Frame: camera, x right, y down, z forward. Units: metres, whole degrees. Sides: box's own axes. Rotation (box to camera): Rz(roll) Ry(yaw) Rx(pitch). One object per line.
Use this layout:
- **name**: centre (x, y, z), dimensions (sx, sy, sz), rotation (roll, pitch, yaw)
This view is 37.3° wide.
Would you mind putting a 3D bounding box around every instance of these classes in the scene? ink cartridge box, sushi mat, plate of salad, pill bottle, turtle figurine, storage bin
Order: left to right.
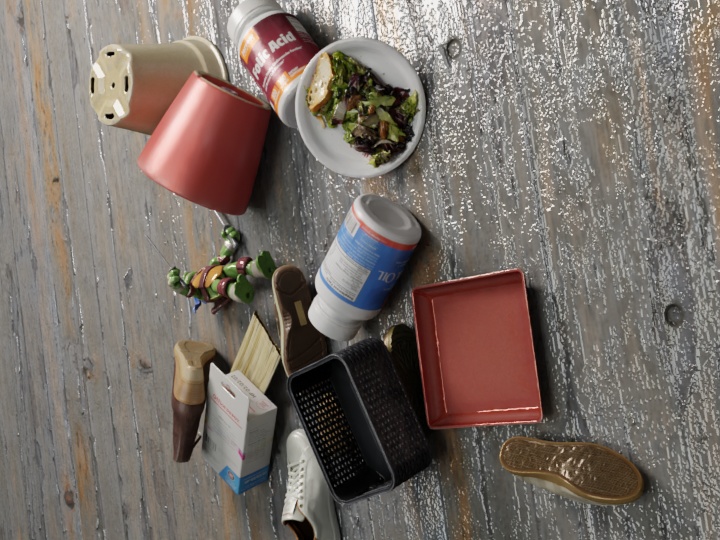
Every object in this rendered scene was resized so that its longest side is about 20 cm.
- **turtle figurine**: centre (-0.249, -0.018, 1.779), dimensions (0.191, 0.143, 0.205), rotation (5, 99, 39)
- **ink cartridge box**: centre (-0.200, 0.251, 1.763), dimensions (0.115, 0.067, 0.203), rotation (37, 130, 35)
- **sushi mat**: centre (-0.181, 0.167, 1.777), dimensions (0.096, 0.012, 0.202), rotation (54, 138, 27)
- **pill bottle**: centre (-0.121, -0.329, 1.662), dimensions (0.115, 0.113, 0.201), rotation (-53, 59, 31)
- **plate of salad**: centre (-0.003, -0.234, 1.548), dimensions (0.196, 0.048, 0.204), rotation (3, 103, 12)
- **storage bin**: centre (-0.002, 0.213, 1.512), dimensions (0.134, 0.093, 0.203), rotation (-28, 84, 43)
- **pill bottle**: centre (0.000, 0.000, 1.564), dimensions (0.112, 0.111, 0.202), rotation (47, 122, 31)

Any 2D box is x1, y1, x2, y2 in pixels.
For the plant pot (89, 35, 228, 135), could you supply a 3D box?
- **plant pot**: centre (-0.358, -0.313, 1.841), dimensions (0.198, 0.182, 0.205), rotation (2, 93, 43)

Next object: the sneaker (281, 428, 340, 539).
- **sneaker**: centre (-0.090, 0.351, 1.683), dimensions (0.072, 0.084, 0.204), rotation (-29, 70, 41)

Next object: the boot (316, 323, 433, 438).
- **boot**: centre (0.008, 0.184, 1.596), dimensions (0.198, 0.065, 0.179), rotation (-16, 80, 44)

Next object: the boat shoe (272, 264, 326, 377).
- **boat shoe**: centre (-0.099, 0.092, 1.703), dimensions (0.075, 0.073, 0.207), rotation (-172, 74, -76)

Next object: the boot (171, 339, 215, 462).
- **boot**: centre (-0.296, 0.218, 1.825), dimensions (0.200, 0.071, 0.170), rotation (-112, 32, -76)

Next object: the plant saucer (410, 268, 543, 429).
- **plant saucer**: centre (0.164, 0.110, 1.463), dimensions (0.198, 0.036, 0.204), rotation (-11, 84, 42)

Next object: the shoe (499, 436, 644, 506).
- **shoe**: centre (0.273, 0.256, 1.363), dimensions (0.197, 0.053, 0.071), rotation (10, 66, 39)

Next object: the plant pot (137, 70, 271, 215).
- **plant pot**: centre (-0.243, -0.215, 1.744), dimensions (0.199, 0.199, 0.180), rotation (36, 106, 36)
